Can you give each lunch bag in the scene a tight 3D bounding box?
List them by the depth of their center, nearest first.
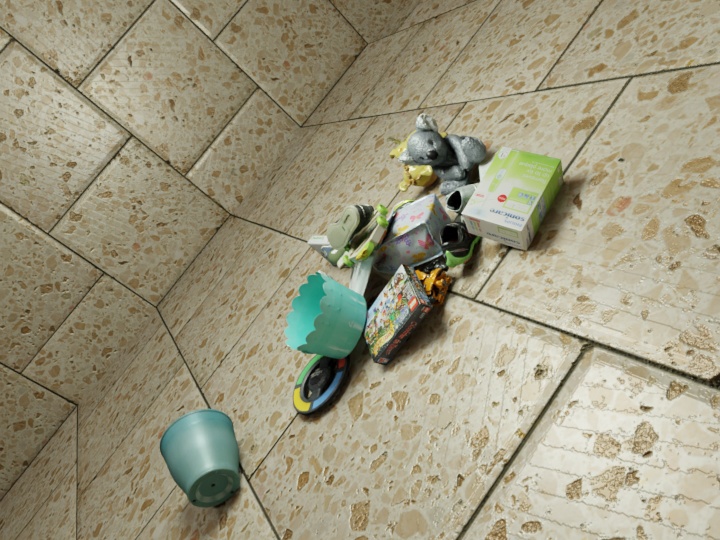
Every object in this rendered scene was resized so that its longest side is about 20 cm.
[{"bbox_3d":[0.121,-0.091,1.525,0.200,0.127,0.170,-25,23,31],"label":"lunch bag"}]

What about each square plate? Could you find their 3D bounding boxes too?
[{"bbox_3d":[0.000,0.000,1.588,0.200,0.028,0.198,-90,15,-62],"label":"square plate"}]

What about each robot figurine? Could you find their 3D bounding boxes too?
[{"bbox_3d":[0.140,0.047,1.422,0.200,0.058,0.145,-13,44,52],"label":"robot figurine"}]

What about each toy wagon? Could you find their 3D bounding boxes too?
[{"bbox_3d":[0.015,-0.076,1.478,0.155,0.040,0.200,-48,19,25],"label":"toy wagon"}]

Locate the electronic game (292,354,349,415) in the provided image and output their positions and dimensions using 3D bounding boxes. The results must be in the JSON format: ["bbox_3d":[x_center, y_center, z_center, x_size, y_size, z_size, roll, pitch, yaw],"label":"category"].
[{"bbox_3d":[-0.103,0.280,1.505,0.200,0.042,0.200,-37,28,24],"label":"electronic game"}]

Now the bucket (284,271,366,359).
[{"bbox_3d":[-0.087,0.120,1.467,0.207,0.135,0.207,-44,33,39],"label":"bucket"}]

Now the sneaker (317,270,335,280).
[{"bbox_3d":[-0.112,0.067,1.775,0.091,0.078,0.200,-50,24,7],"label":"sneaker"}]

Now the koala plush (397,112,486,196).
[{"bbox_3d":[0.214,-0.322,1.598,0.184,0.200,0.177,-83,15,-59],"label":"koala plush"}]

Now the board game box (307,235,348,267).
[{"bbox_3d":[-0.070,-0.058,1.813,0.035,0.126,0.200,-57,28,-16],"label":"board game box"}]

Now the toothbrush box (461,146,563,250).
[{"bbox_3d":[0.341,-0.163,1.301,0.146,0.086,0.200,23,72,33],"label":"toothbrush box"}]

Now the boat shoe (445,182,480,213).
[{"bbox_3d":[0.249,-0.180,1.471,0.071,0.070,0.201,-9,-1,-7],"label":"boat shoe"}]

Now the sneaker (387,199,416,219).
[{"bbox_3d":[0.104,-0.125,1.711,0.200,0.074,0.081,-46,32,24],"label":"sneaker"}]

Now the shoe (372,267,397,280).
[{"bbox_3d":[0.084,-0.009,1.604,0.070,0.053,0.200,-35,26,-19],"label":"shoe"}]

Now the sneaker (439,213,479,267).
[{"bbox_3d":[0.238,-0.090,1.407,0.077,0.084,0.200,-22,24,29],"label":"sneaker"}]

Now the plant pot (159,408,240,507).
[{"bbox_3d":[-0.403,0.501,1.528,0.200,0.200,0.188,-48,41,3],"label":"plant pot"}]

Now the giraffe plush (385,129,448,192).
[{"bbox_3d":[0.180,-0.325,1.769,0.173,0.200,0.162,116,151,-58],"label":"giraffe plush"}]

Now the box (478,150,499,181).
[{"bbox_3d":[0.349,-0.222,1.469,0.082,0.049,0.200,-33,30,31],"label":"box"}]

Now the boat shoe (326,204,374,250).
[{"bbox_3d":[-0.029,-0.110,1.511,0.068,0.072,0.200,-24,-10,-33],"label":"boat shoe"}]

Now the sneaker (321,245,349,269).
[{"bbox_3d":[-0.034,-0.100,1.674,0.200,0.090,0.067,-52,-6,-27],"label":"sneaker"}]

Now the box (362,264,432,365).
[{"bbox_3d":[0.078,0.104,1.367,0.200,0.038,0.137,-56,34,28],"label":"box"}]
